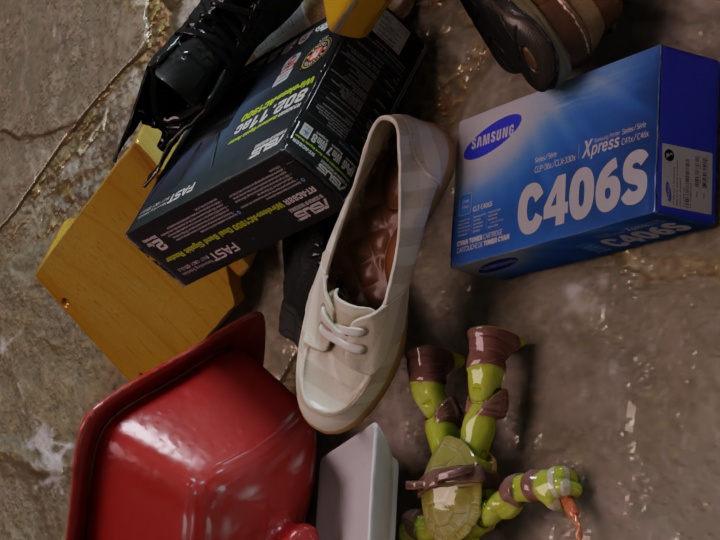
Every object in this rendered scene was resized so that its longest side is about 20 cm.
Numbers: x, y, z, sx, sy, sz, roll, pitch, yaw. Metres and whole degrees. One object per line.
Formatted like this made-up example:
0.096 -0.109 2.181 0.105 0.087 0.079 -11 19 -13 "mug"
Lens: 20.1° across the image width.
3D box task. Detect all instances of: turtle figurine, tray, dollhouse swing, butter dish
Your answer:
0.055 0.123 1.207 0.200 0.064 0.162 -32 54 53 "turtle figurine"
-0.003 0.162 1.289 0.200 0.022 0.108 133 140 -74 "tray"
-0.137 -0.049 1.633 0.182 0.176 0.200 47 134 4 "dollhouse swing"
-0.093 0.161 1.371 0.147 0.200 0.200 26 124 27 "butter dish"

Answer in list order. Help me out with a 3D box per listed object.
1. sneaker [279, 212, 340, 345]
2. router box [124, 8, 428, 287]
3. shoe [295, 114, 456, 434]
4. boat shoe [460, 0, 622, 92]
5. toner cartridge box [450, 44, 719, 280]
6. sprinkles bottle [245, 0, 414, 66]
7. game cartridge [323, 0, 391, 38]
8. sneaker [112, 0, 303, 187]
-0.016 0.000 1.354 0.200 0.060 0.105 -162 82 -72 "sneaker"
-0.059 -0.086 1.384 0.200 0.062 0.150 -25 32 49 "router box"
0.000 0.000 1.230 0.070 0.053 0.201 17 88 28 "shoe"
0.106 -0.161 1.209 0.074 0.076 0.200 -33 24 1 "boat shoe"
0.124 -0.057 1.164 0.200 0.043 0.096 -17 64 58 "toner cartridge box"
-0.039 -0.172 1.461 0.200 0.068 0.069 -29 57 54 "sprinkles bottle"
0.024 -0.263 1.179 0.200 0.032 0.177 -48 42 47 "game cartridge"
-0.101 -0.151 1.389 0.200 0.060 0.104 -48 7 44 "sneaker"
